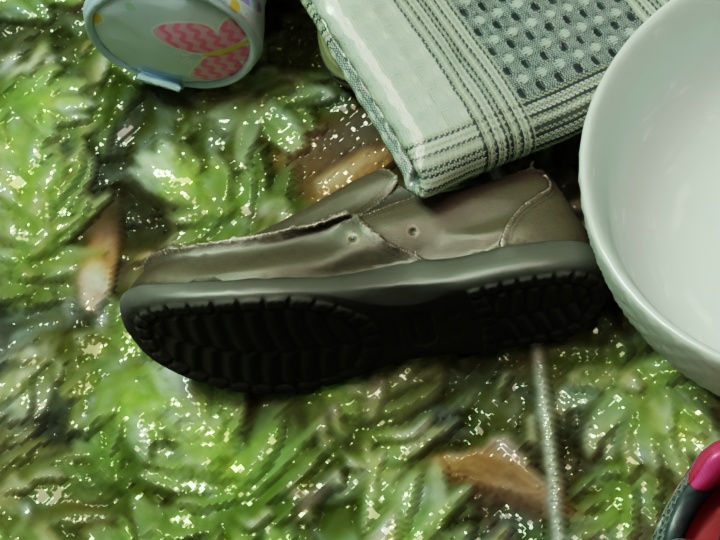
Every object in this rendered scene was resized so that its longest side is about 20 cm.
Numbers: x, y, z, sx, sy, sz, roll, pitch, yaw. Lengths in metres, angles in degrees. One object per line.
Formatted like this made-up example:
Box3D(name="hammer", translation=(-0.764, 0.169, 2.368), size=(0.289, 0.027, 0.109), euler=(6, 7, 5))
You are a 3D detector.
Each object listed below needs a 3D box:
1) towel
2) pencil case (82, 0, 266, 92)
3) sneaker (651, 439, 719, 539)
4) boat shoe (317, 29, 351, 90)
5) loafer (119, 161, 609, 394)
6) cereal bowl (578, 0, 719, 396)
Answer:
Box3D(name="towel", translation=(0.052, -0.146, 0.950), size=(0.192, 0.035, 0.201), euler=(-23, 73, -27))
Box3D(name="pencil case", translation=(-0.069, -0.183, 1.026), size=(0.083, 0.091, 0.201), euler=(21, 60, -20))
Box3D(name="sneaker", translation=(0.114, 0.154, 0.804), size=(0.080, 0.075, 0.201), euler=(8, 64, 16))
Box3D(name="boat shoe", translation=(0.012, -0.179, 1.014), size=(0.075, 0.074, 0.201), euler=(-6, 60, 8))
Box3D(name="loafer", translation=(0.000, 0.000, 0.925), size=(0.199, 0.073, 0.071), euler=(-5, 55, -2))
Box3D(name="cereal bowl", translation=(0.188, -0.024, 0.884), size=(0.199, 0.083, 0.201), euler=(-5, 59, 9))
